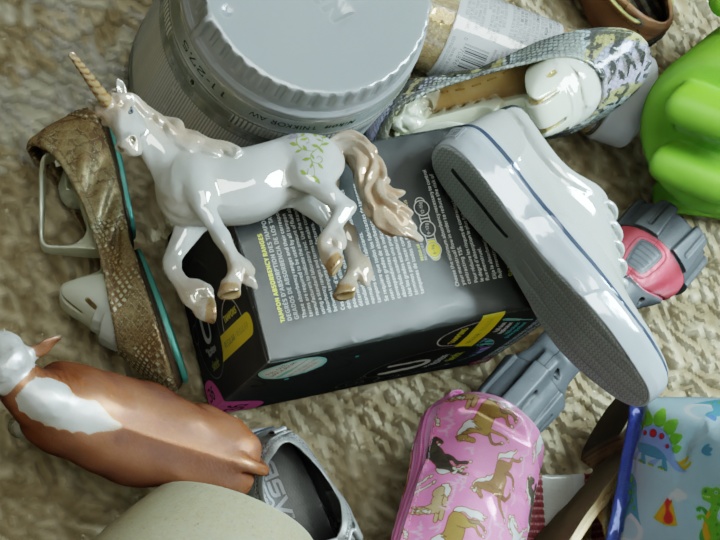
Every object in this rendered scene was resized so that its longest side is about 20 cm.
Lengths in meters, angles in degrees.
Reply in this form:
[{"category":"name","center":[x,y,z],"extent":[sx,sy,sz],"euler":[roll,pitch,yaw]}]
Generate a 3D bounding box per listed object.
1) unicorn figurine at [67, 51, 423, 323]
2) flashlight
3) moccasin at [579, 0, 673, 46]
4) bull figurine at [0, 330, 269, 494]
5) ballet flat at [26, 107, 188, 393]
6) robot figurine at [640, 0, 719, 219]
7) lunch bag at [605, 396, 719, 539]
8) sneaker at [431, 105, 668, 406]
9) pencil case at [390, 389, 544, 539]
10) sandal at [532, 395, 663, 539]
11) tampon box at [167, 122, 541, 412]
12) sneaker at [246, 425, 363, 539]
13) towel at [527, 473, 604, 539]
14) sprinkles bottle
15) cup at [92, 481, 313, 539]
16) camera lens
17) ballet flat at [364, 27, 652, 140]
[{"category":"unicorn figurine","center":[-0.073,-0.045,1.216],"extent":[0.199,0.074,0.138],"euler":[-2,64,-31]},{"category":"flashlight","center":[0.151,0.038,1.418],"extent":[0.200,0.068,0.068],"euler":[-46,121,-23]},{"category":"moccasin","center":[0.158,-0.249,1.497],"extent":[0.073,0.078,0.202],"euler":[-21,82,-22]},{"category":"bull figurine","center":[-0.153,0.089,1.274],"extent":[0.200,0.121,0.065],"euler":[25,81,-11]},{"category":"ballet flat","center":[-0.164,-0.007,1.333],"extent":[0.065,0.071,0.200],"euler":[-15,66,-11]},{"category":"robot figurine","center":[0.264,-0.108,1.447],"extent":[0.115,0.176,0.200],"euler":[21,30,20]},{"category":"lunch bag","center":[0.279,0.141,1.332],"extent":[0.200,0.170,0.128],"euler":[8,94,-51]},{"category":"sneaker","center":[0.128,-0.014,1.263],"extent":[0.071,0.073,0.200],"euler":[-35,89,-23]},{"category":"pencil case","center":[0.055,0.171,1.301],"extent":[0.083,0.087,0.200],"euler":[1,49,22]},{"category":"sandal","center":[0.157,0.171,1.356],"extent":[0.070,0.078,0.212],"euler":[38,62,-8]},{"category":"tampon box","center":[0.000,0.000,1.337],"extent":[0.199,0.150,0.127],"euler":[-11,77,-20]},{"category":"sneaker","center":[-0.028,0.187,1.311],"extent":[0.075,0.082,0.200],"euler":[-28,84,-22]},{"category":"towel","center":[0.147,0.205,1.394],"extent":[0.199,0.023,0.145],"euler":[1,75,-16]},{"category":"sprinkles bottle","center":[0.102,-0.148,1.456],"extent":[0.199,0.068,0.068],"euler":[20,70,-11]},{"category":"cup","center":[-0.096,0.208,1.228],"extent":[0.200,0.200,0.144],"euler":[24,63,-10]},{"category":"camera lens","center":[-0.053,-0.143,1.334],"extent":[0.159,0.200,0.161],"euler":[5,73,-16]},{"category":"ballet flat","center":[0.098,-0.106,1.401],"extent":[0.200,0.072,0.072],"euler":[-15,78,6]}]
